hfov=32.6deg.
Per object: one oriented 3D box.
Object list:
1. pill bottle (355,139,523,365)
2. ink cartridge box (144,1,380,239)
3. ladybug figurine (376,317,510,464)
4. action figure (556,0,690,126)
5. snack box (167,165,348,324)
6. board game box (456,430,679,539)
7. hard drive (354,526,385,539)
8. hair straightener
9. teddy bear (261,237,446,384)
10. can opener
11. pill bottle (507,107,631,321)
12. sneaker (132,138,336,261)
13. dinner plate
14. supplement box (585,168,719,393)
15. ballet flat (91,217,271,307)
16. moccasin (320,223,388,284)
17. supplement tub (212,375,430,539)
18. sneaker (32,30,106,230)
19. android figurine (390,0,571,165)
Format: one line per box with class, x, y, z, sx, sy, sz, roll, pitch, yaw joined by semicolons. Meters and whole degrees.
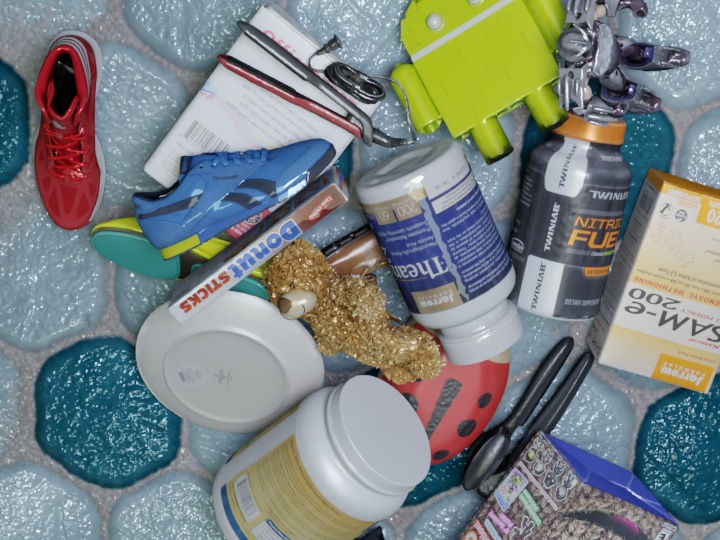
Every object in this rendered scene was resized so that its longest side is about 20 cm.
pill bottle;0.082;-0.015;1.185;0.110;0.111;0.201;-24;106;6
ink cartridge box;-0.095;-0.140;1.213;0.147;0.086;0.200;38;101;-11
ladybug figurine;0.086;0.125;1.299;0.135;0.072;0.201;20;105;-7
action figure;0.237;-0.198;1.151;0.069;0.200;0.131;21;99;32
snack box;-0.097;-0.025;1.168;0.200;0.072;0.024;-36;105;10
board game box;0.207;0.297;1.310;0.159;0.097;0.201;26;105;-32
hard drive;-0.038;0.329;1.289;0.135;0.200;0.042;-36;80;9
hair straightener;-0.029;-0.177;1.138;0.199;0.041;0.077;29;103;-8
teddy bear;-0.010;0.052;1.190;0.200;0.145;0.067;43;70;-31
can opener;0.182;0.162;1.318;0.063;0.079;0.200;40;92;-3
pill bottle;0.209;-0.059;1.231;0.106;0.106;0.201;9;106;-4
sneaker;-0.121;-0.085;1.152;0.199;0.066;0.079;-26;103;8
dinner plate;-0.137;0.104;1.276;0.199;0.024;0.201;4;128;6
supplement box;0.328;0.011;1.270;0.125;0.074;0.201;15;105;-5
ballet flat;-0.171;-0.020;1.254;0.199;0.067;0.067;18;141;2
moccasin;0.000;0.000;1.266;0.201;0.074;0.078;-32;96;-2
supplement tub;-0.040;0.209;1.255;0.145;0.145;0.200;44;123;-12
sneaker;-0.293;-0.127;1.197;0.078;0.116;0.201;0;106;-1
android figurine;0.115;-0.211;1.189;0.181;0.041;0.201;-28;84;16
